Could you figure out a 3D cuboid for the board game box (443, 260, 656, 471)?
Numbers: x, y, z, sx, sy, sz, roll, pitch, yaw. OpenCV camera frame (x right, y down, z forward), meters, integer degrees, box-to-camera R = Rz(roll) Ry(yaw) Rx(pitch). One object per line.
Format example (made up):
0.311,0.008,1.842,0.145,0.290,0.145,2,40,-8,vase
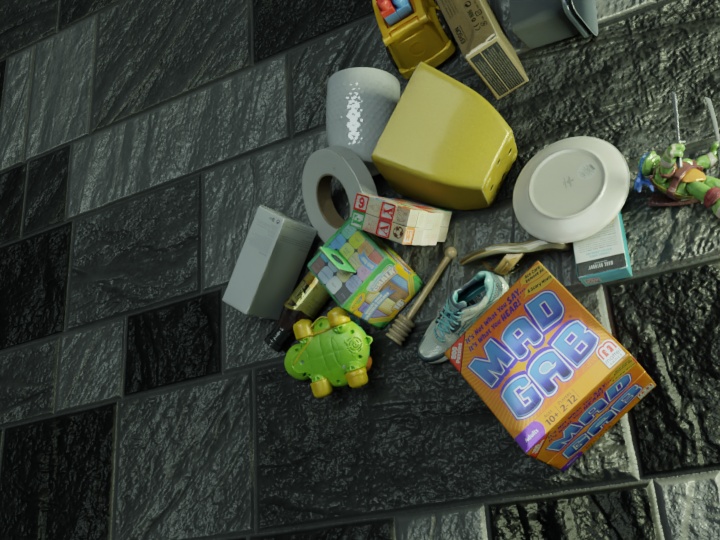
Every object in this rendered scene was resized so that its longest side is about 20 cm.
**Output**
0.289,0.150,1.264,0.200,0.199,0.200,-45,56,8,board game box

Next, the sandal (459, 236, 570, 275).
0.263,-0.020,1.428,0.197,0.080,0.055,-8,87,23,sandal

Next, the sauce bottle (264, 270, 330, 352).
-0.111,0.068,1.609,0.066,0.066,0.201,38,91,34,sauce bottle

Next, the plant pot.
0.167,-0.215,1.489,0.198,0.195,0.196,26,85,20,plant pot

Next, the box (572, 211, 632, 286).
0.391,-0.082,1.383,0.081,0.049,0.203,-14,65,26,box

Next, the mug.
0.029,-0.280,1.626,0.197,0.148,0.178,3,76,-1,mug

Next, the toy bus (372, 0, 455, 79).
0.081,-0.515,1.643,0.134,0.192,0.202,-26,59,21,toy bus

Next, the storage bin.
0.342,-0.515,1.532,0.133,0.145,0.203,-16,64,35,storage bin

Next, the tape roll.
-0.040,-0.136,1.588,0.202,0.037,0.206,28,128,44,tape roll

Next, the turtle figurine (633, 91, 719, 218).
0.532,-0.168,1.279,0.194,0.144,0.201,43,99,30,turtle figurine

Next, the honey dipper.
0.116,0.044,1.506,0.038,0.038,0.201,33,87,35,honey dipper

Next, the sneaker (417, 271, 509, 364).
0.163,0.074,1.435,0.200,0.086,0.078,-47,55,6,sneaker

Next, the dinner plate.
0.345,-0.140,1.384,0.198,0.024,0.203,-14,59,24,dinner plate

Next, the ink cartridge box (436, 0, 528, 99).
0.221,-0.443,1.549,0.075,0.164,0.202,-30,59,19,ink cartridge box

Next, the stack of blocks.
0.085,-0.087,1.467,0.114,0.199,0.059,20,101,32,stack of blocks

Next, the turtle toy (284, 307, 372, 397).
-0.060,0.151,1.525,0.198,0.101,0.148,-19,86,25,turtle toy

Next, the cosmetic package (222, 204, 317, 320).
-0.177,-0.011,1.632,0.081,0.112,0.202,28,95,34,cosmetic package

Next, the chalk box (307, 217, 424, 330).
0.000,0.000,1.488,0.124,0.200,0.125,-46,56,7,chalk box
